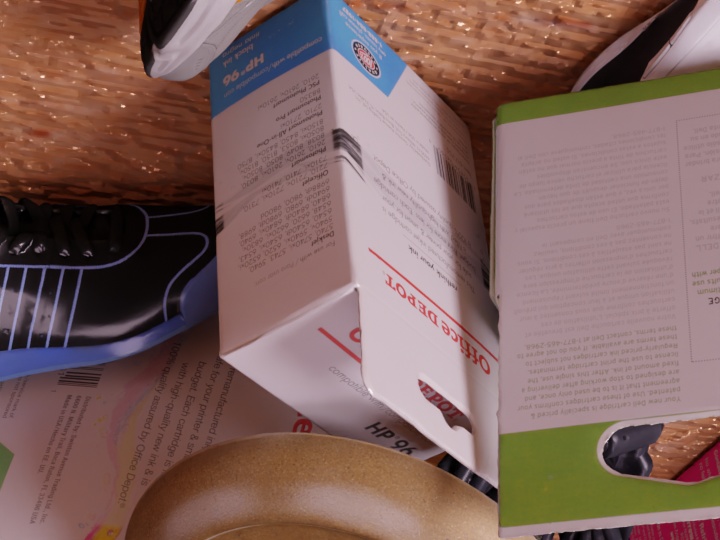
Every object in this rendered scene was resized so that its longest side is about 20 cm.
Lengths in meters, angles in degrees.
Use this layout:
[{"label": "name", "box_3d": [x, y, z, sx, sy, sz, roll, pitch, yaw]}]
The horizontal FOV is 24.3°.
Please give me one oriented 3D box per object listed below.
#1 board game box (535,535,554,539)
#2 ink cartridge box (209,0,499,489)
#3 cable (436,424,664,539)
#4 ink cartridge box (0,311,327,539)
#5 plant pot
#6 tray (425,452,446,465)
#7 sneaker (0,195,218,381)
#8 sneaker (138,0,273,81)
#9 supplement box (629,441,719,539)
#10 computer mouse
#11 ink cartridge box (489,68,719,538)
[{"label": "board game box", "box_3d": [0.029, 0.208, 1.079, 0.199, 0.032, 0.120, -25, 142, 21]}, {"label": "ink cartridge box", "box_3d": [0.000, 0.000, 0.675, 0.068, 0.201, 0.116, -27, 137, 24]}, {"label": "cable", "box_3d": [0.060, 0.140, 0.750, 0.163, 0.051, 0.201, -10, 134, -48]}, {"label": "ink cartridge box", "box_3d": [-0.091, 0.095, 0.785, 0.199, 0.146, 0.088, 2, 141, 17]}, {"label": "plant pot", "box_3d": [-0.008, 0.151, 0.679, 0.199, 0.028, 0.201, 9, 127, 12]}, {"label": "tray", "box_3d": [0.028, 0.074, 0.904, 0.200, 0.037, 0.099, 28, 131, -36]}, {"label": "sneaker", "box_3d": [-0.148, -0.001, 0.761, 0.199, 0.070, 0.078, -18, 129, 6]}, {"label": "sneaker", "box_3d": [-0.012, -0.133, 0.614, 0.092, 0.076, 0.200, 15, 139, -30]}, {"label": "supplement box", "box_3d": [0.254, 0.155, 0.982, 0.101, 0.104, 0.200, 15, 138, -23]}, {"label": "computer mouse", "box_3d": [0.170, -0.097, 0.702, 0.109, 0.044, 0.200, 22, 134, -32]}, {"label": "ink cartridge box", "box_3d": [0.129, 0.022, 0.650, 0.147, 0.201, 0.076, -8, 143, 17]}]
